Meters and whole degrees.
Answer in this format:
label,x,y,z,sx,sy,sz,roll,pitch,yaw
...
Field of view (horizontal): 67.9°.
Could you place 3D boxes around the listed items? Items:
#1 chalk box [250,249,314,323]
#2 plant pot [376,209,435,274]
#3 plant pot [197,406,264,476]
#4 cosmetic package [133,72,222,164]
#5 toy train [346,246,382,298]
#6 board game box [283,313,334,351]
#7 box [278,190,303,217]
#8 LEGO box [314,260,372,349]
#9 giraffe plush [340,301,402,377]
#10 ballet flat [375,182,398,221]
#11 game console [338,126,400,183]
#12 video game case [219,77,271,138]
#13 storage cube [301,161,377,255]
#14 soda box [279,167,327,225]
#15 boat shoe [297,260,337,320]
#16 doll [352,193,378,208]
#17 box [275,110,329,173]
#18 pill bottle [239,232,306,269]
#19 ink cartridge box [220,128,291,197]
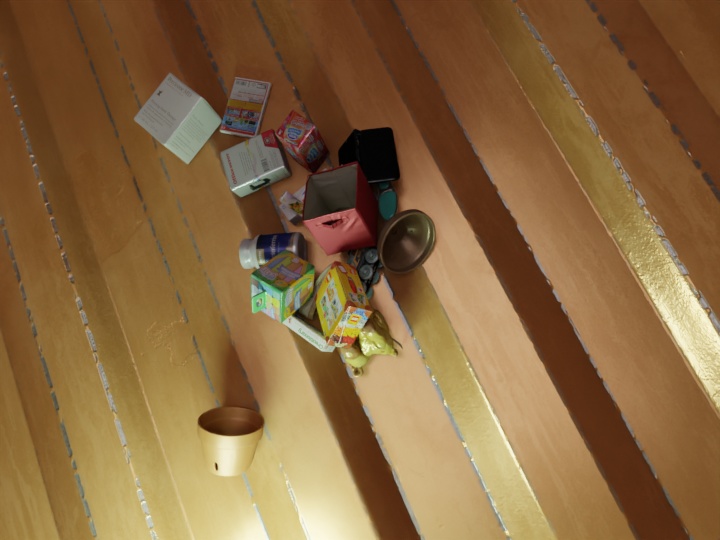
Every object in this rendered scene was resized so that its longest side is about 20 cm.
label,x,y,z,sx,sy,sz,roll,pitch,yaw
chalk box,-0.239,0.055,1.558,0.122,0.126,0.200,27,43,20
plant pot,0.122,-0.099,1.613,0.201,0.201,0.093,-47,43,0
plant pot,-0.389,0.512,1.594,0.195,0.200,0.144,9,99,12
cosmetic package,-0.615,-0.513,1.816,0.166,0.166,0.201,37,88,15
toy train,0.000,0.000,1.656,0.112,0.085,0.204,21,87,27
board game box,-0.171,0.178,1.630,0.198,0.126,0.035,33,87,15
box,-0.166,-0.178,1.681,0.198,0.041,0.039,35,93,-21
LEGO box,-0.055,0.097,1.537,0.150,0.076,0.202,-59,32,28
giraffe plush,0.008,0.215,1.595,0.161,0.173,0.201,-36,110,13
ballet flat,0.086,-0.239,1.681,0.069,0.065,0.205,-12,71,16
game console,0.021,-0.337,1.692,0.114,0.176,0.204,9,60,-30
video game case,-0.399,-0.566,1.859,0.140,0.017,0.204,13,83,13
storage cube,-0.055,-0.175,1.569,0.167,0.180,0.204,-11,55,18
soda box,-0.163,-0.237,1.731,0.199,0.068,0.064,-38,76,2
boat shoe,-0.116,0.064,1.672,0.066,0.074,0.202,37,99,11
doll,-0.004,-0.202,1.704,0.133,0.048,0.205,1,81,10
box,-0.180,-0.402,1.694,0.099,0.200,0.096,37,86,14
pill bottle,-0.277,-0.058,1.698,0.195,0.116,0.119,-3,79,11
ink cartridge box,-0.348,-0.356,1.779,0.196,0.083,0.149,-21,77,7
